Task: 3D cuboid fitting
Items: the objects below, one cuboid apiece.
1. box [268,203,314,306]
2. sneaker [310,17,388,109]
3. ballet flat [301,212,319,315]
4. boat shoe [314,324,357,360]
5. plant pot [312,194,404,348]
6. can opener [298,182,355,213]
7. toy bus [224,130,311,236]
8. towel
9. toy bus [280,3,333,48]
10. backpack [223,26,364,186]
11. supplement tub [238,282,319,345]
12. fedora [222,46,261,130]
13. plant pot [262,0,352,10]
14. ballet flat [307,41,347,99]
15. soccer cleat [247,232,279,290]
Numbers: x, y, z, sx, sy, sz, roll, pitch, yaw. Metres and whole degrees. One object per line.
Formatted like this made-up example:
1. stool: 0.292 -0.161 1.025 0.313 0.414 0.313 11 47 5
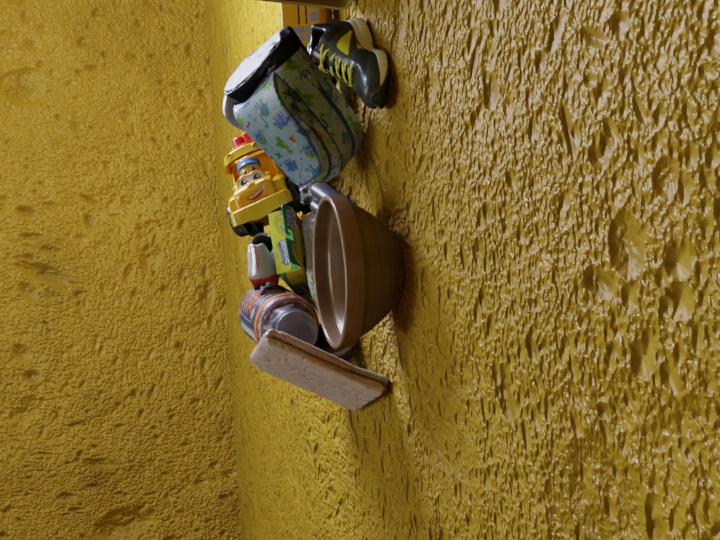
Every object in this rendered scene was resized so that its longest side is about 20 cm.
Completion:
1. box: -0.106 -0.022 1.516 0.200 0.048 0.118 60 -162 -64
2. sneaker: -0.018 -0.275 1.199 0.200 0.084 0.075 -112 22 -50
3. ballet flat: -0.054 -0.016 1.455 0.072 0.071 0.201 113 148 -60
4. boat shoe: -0.047 0.130 1.480 0.075 0.075 0.202 50 163 -18
5. plant pot: 0.000 0.000 1.186 0.201 0.092 0.202 177 90 -75
6. can opener: -0.046 -0.116 1.435 0.200 0.067 0.054 39 132 53
7. toy bus: -0.179 -0.170 1.580 0.200 0.135 0.193 -28 -83 -82
8. towel: -0.067 0.148 1.323 0.200 0.190 0.032 130 163 -69
9. toy bus: -0.087 -0.409 1.419 0.065 0.078 0.201 -3 -91 -77
10. backpack: -0.090 -0.221 1.289 0.163 0.200 0.154 -20 40 50
11. supplement tub: -0.130 0.084 1.460 0.200 0.106 0.108 -161 68 -69
12. fedora: -0.137 -0.297 1.537 0.090 0.176 0.201 58 -137 -60
13. plant pot: -0.100 -0.517 1.279 0.177 0.199 0.201 -91 8 -46
14. ballet flat: -0.057 -0.256 1.378 0.069 0.071 0.201 -30 -46 -62
15. soccer cleat: -0.158 -0.028 1.532 0.200 0.068 0.086 -76 -22 -76
